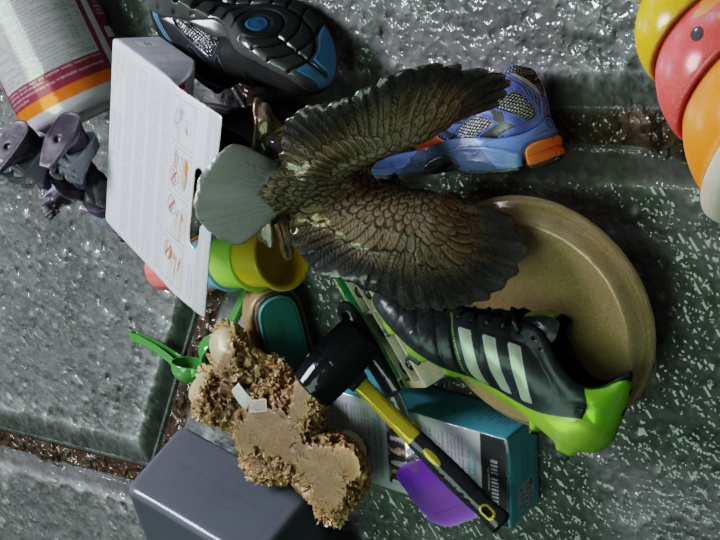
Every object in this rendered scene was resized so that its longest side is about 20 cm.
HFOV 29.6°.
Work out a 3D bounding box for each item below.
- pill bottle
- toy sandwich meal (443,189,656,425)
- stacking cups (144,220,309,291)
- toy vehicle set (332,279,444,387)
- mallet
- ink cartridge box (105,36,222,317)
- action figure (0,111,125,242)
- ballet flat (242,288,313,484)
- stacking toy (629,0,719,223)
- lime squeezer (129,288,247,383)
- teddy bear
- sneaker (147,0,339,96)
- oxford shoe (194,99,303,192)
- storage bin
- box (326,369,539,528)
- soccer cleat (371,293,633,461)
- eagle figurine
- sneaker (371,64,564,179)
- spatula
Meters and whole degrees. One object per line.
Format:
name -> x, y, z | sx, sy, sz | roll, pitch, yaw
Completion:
pill bottle -> -0.284, -0.226, 1.189 | 0.109, 0.109, 0.201 | -21, 97, 43
toy sandwich meal -> 0.131, 0.025, 1.001 | 0.204, 0.070, 0.207 | 17, 122, 29
stacking cups -> -0.124, -0.012, 1.188 | 0.199, 0.060, 0.061 | -1, 111, 52
toy vehicle set -> 0.000, 0.000, 1.075 | 0.201, 0.026, 0.124 | 60, 169, 0
mallet -> 0.030, 0.131, 1.051 | 0.066, 0.041, 0.200 | -40, 81, 6
ink cartridge box -> -0.141, -0.078, 1.056 | 0.200, 0.047, 0.161 | 37, 127, 49
action figure -> -0.240, -0.067, 1.207 | 0.129, 0.070, 0.200 | 9, 161, 25
ballet flat -> -0.063, 0.102, 1.211 | 0.063, 0.068, 0.202 | 25, 128, 63
stacking toy -> 0.213, -0.139, 0.827 | 0.200, 0.145, 0.147 | 53, 136, 28
lime squeezer -> -0.148, 0.066, 1.279 | 0.199, 0.038, 0.071 | -25, 63, 45
teddy bear -> -0.064, 0.124, 1.142 | 0.199, 0.067, 0.146 | 20, 106, 29
sneaker -> -0.092, -0.179, 1.090 | 0.200, 0.073, 0.082 | 33, 139, 33
oxford shoe -> -0.135, -0.099, 1.146 | 0.199, 0.084, 0.073 | -9, 107, 43
storage bin -> -0.121, 0.243, 1.229 | 0.199, 0.146, 0.135 | 22, 147, 32
box -> 0.051, 0.141, 1.132 | 0.199, 0.049, 0.083 | 13, 118, 35
soccer cleat -> 0.100, 0.052, 0.956 | 0.199, 0.067, 0.081 | 32, 111, 18
eagle figurine -> 0.003, -0.065, 0.923 | 0.199, 0.152, 0.152 | 11, 75, 36
sneaker -> 0.059, -0.110, 1.000 | 0.199, 0.075, 0.079 | 0, 97, 34
spatula -> 0.030, 0.115, 1.088 | 0.056, 0.020, 0.201 | -32, 82, 43
